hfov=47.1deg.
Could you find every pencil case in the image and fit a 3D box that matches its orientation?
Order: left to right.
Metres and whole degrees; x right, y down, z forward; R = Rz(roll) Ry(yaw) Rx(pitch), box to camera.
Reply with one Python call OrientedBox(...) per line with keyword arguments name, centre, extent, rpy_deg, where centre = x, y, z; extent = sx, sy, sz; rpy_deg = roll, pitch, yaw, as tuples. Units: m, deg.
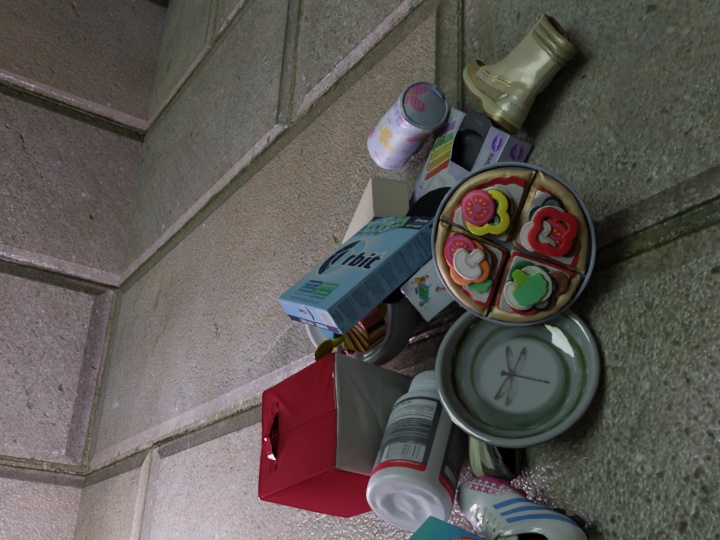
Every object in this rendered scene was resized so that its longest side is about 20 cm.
OrientedBox(name="pencil case", centre=(0.077, -0.239, 1.379), extent=(0.084, 0.090, 0.200), rpy_deg=(61, 161, 4))

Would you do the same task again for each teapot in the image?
OrientedBox(name="teapot", centre=(0.016, 0.058, 1.325), extent=(0.198, 0.146, 0.200), rpy_deg=(-1, 94, 29))

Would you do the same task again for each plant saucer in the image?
OrientedBox(name="plant saucer", centre=(0.192, 0.126, 1.009), extent=(0.198, 0.050, 0.202), rpy_deg=(-10, 57, 15))

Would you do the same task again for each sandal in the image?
OrientedBox(name="sandal", centre=(0.087, -0.035, 1.229), extent=(0.075, 0.045, 0.201), rpy_deg=(17, 74, 50))

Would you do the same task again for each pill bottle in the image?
OrientedBox(name="pill bottle", centre=(0.084, 0.230, 1.092), extent=(0.111, 0.110, 0.201), rpy_deg=(-45, 14, 40))

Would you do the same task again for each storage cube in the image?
OrientedBox(name="storage cube", centre=(-0.025, 0.243, 1.200), extent=(0.179, 0.199, 0.172), rpy_deg=(-33, 47, 41))

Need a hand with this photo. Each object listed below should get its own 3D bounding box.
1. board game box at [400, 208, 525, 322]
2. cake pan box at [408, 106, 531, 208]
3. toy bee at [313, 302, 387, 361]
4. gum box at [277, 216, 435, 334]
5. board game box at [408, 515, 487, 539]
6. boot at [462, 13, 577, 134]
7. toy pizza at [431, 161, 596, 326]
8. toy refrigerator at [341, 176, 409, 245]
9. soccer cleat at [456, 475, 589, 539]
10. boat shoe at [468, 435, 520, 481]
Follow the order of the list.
OrientedBox(name="board game box", centre=(0.160, -0.035, 1.099), extent=(0.200, 0.064, 0.147), rpy_deg=(-43, -3, 32))
OrientedBox(name="cake pan box", centre=(0.160, -0.139, 1.266), extent=(0.201, 0.052, 0.184), rpy_deg=(-65, 32, 14))
OrientedBox(name="toy bee", centre=(-0.017, 0.085, 1.217), extent=(0.200, 0.130, 0.109), rpy_deg=(-127, 14, -66))
OrientedBox(name="gum box", centre=(0.000, 0.000, 1.143), extent=(0.200, 0.045, 0.170), rpy_deg=(-40, 20, -19))
OrientedBox(name="board game box", centre=(0.157, 0.362, 0.912), extent=(0.045, 0.153, 0.199), rpy_deg=(-42, 20, -24))
OrientedBox(name="boot", centre=(0.231, -0.304, 1.207), extent=(0.156, 0.072, 0.201), rpy_deg=(-53, 24, 22))
OrientedBox(name="toy pizza", centre=(0.178, -0.028, 0.984), extent=(0.201, 0.199, 0.032), rpy_deg=(-59, -10, 23))
OrientedBox(name="toy refrigerator", centre=(0.025, -0.065, 1.393), extent=(0.200, 0.069, 0.077), rpy_deg=(117, 155, -54))
OrientedBox(name="soccer cleat", centre=(0.168, 0.294, 0.953), extent=(0.199, 0.086, 0.071), rpy_deg=(6, 113, 53))
OrientedBox(name="boat shoe", centre=(0.176, 0.173, 1.062), extent=(0.065, 0.073, 0.202), rpy_deg=(-24, 64, 47))
